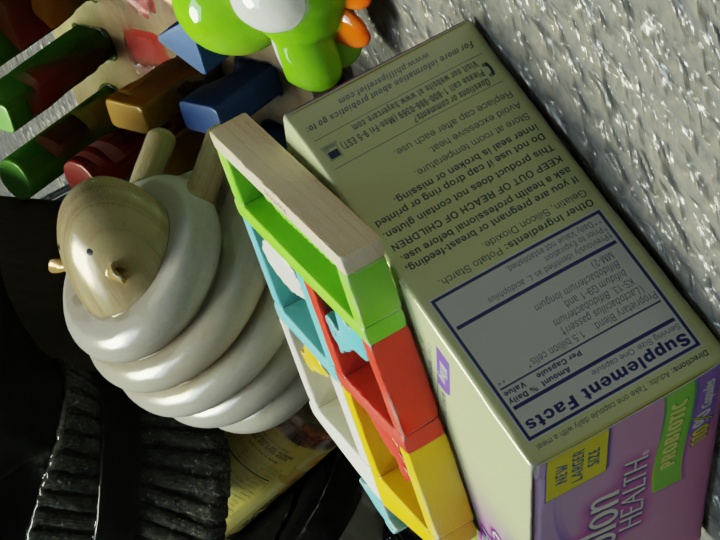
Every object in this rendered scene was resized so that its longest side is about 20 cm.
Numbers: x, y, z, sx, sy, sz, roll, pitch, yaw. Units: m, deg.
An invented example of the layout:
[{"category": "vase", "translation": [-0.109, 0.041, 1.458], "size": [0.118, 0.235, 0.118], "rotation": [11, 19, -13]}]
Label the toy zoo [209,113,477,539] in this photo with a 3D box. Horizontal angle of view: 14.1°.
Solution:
[{"category": "toy zoo", "translation": [-0.003, 0.039, 1.276], "size": [0.131, 0.020, 0.200], "rotation": [44, 158, 52]}]

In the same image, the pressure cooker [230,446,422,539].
[{"category": "pressure cooker", "translation": [0.011, 0.204, 1.600], "size": [0.200, 0.176, 0.179], "rotation": [39, 166, -13]}]

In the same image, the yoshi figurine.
[{"category": "yoshi figurine", "translation": [-0.067, -0.169, 1.339], "size": [0.200, 0.112, 0.112], "rotation": [67, 173, -32]}]

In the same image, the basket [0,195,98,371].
[{"category": "basket", "translation": [-0.141, 0.032, 1.598], "size": [0.136, 0.200, 0.180], "rotation": [-125, 35, -56]}]

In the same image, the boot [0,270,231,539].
[{"category": "boot", "translation": [-0.148, 0.053, 1.475], "size": [0.079, 0.158, 0.211], "rotation": [-126, 32, -71]}]

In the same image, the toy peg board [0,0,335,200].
[{"category": "toy peg board", "translation": [-0.122, -0.113, 1.494], "size": [0.199, 0.098, 0.200], "rotation": [15, 133, 42]}]

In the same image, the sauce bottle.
[{"category": "sauce bottle", "translation": [-0.084, 0.115, 1.577], "size": [0.200, 0.066, 0.066], "rotation": [-42, 73, 35]}]

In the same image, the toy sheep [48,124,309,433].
[{"category": "toy sheep", "translation": [-0.069, 0.013, 1.420], "size": [0.200, 0.138, 0.138], "rotation": [32, -174, -35]}]

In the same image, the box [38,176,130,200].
[{"category": "box", "translation": [-0.148, -0.013, 1.843], "size": [0.107, 0.148, 0.200], "rotation": [63, 166, -4]}]

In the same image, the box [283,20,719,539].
[{"category": "box", "translation": [0.061, 0.027, 1.270], "size": [0.200, 0.097, 0.176], "rotation": [55, 165, 27]}]
